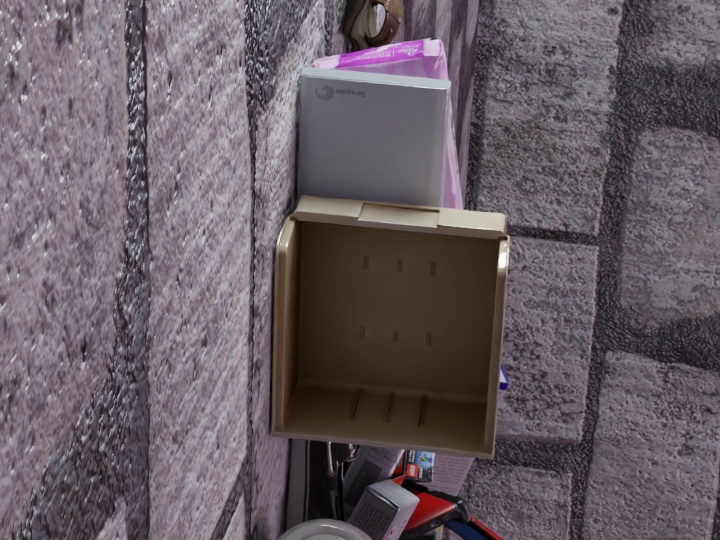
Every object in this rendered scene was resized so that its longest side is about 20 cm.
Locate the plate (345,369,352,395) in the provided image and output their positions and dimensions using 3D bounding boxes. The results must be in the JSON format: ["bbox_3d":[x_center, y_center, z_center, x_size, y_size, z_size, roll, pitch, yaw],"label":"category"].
[{"bbox_3d":[0.026,0.061,1.673,0.199,0.032,0.202,0,80,-56],"label":"plate"}]

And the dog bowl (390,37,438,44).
[{"bbox_3d":[0.045,-0.172,1.961,0.200,0.073,0.202,6,90,-84],"label":"dog bowl"}]

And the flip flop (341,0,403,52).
[{"bbox_3d":[0.016,-0.254,1.718,0.200,0.057,0.082,79,19,-68],"label":"flip flop"}]

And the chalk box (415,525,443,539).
[{"bbox_3d":[0.031,0.350,2.061,0.200,0.123,0.125,-63,159,-69],"label":"chalk box"}]

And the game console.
[{"bbox_3d":[0.076,0.307,1.880,0.120,0.171,0.200,67,-16,-5],"label":"game console"}]

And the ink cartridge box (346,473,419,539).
[{"bbox_3d":[-0.006,0.302,1.684,0.201,0.043,0.173,-61,165,5],"label":"ink cartridge box"}]

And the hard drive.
[{"bbox_3d":[0.009,-0.075,1.507,0.027,0.131,0.202,-69,163,-65],"label":"hard drive"}]

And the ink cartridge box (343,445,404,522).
[{"bbox_3d":[0.016,0.207,1.836,0.161,0.047,0.200,-62,176,-14],"label":"ink cartridge box"}]

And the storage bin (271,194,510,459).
[{"bbox_3d":[0.028,0.048,1.492,0.094,0.198,0.200,-72,166,-63],"label":"storage bin"}]

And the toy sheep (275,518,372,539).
[{"bbox_3d":[-0.029,0.284,1.499,0.200,0.137,0.139,108,-8,-64],"label":"toy sheep"}]

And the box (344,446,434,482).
[{"bbox_3d":[0.037,0.177,1.976,0.200,0.037,0.138,161,-62,-68],"label":"box"}]

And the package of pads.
[{"bbox_3d":[0.029,-0.105,1.551,0.076,0.119,0.202,-85,167,-69],"label":"package of pads"}]

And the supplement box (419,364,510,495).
[{"bbox_3d":[0.089,0.177,2.039,0.101,0.102,0.201,-110,-145,-54],"label":"supplement box"}]

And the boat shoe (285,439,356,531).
[{"bbox_3d":[-0.033,0.165,1.644,0.071,0.063,0.202,-56,151,-76],"label":"boat shoe"}]
